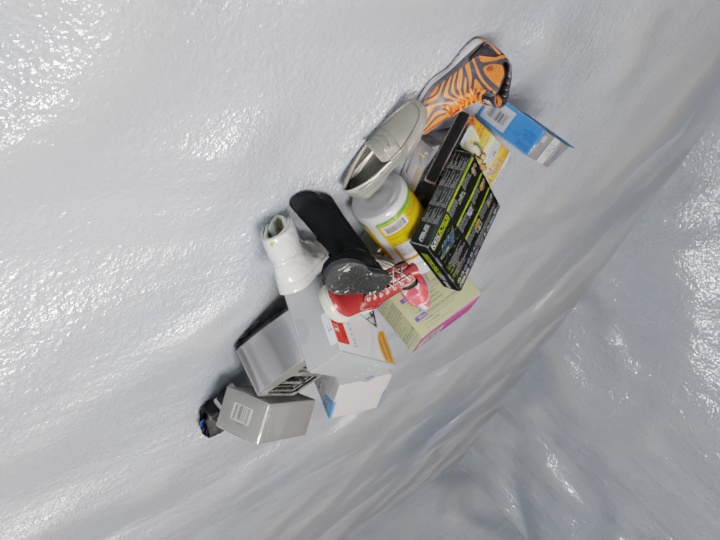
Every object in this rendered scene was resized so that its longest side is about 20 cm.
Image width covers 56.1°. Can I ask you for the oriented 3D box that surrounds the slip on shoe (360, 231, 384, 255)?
[{"bbox_3d":[-0.005,-0.009,1.365,0.200,0.074,0.061,-51,158,0],"label":"slip on shoe"}]

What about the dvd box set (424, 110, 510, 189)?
[{"bbox_3d":[0.213,-0.204,1.314,0.199,0.029,0.147,23,97,-54],"label":"dvd box set"}]

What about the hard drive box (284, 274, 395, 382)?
[{"bbox_3d":[-0.035,0.109,1.224,0.076,0.157,0.200,-31,154,21],"label":"hard drive box"}]

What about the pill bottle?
[{"bbox_3d":[0.077,-0.081,1.268,0.111,0.111,0.200,-44,134,-2],"label":"pill bottle"}]

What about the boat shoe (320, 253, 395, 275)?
[{"bbox_3d":[0.000,0.000,1.277,0.198,0.069,0.072,-2,109,-32],"label":"boat shoe"}]

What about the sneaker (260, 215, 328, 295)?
[{"bbox_3d":[-0.109,-0.046,1.150,0.073,0.117,0.200,-16,-166,13],"label":"sneaker"}]

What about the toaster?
[{"bbox_3d":[-0.125,0.150,1.317,0.180,0.119,0.200,-37,157,17],"label":"toaster"}]

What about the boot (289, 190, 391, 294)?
[{"bbox_3d":[-0.052,-0.055,1.083,0.066,0.201,0.164,-41,154,16],"label":"boot"}]

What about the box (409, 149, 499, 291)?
[{"bbox_3d":[0.183,-0.089,1.270,0.193,0.047,0.201,43,70,-51],"label":"box"}]

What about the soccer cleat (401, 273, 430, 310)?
[{"bbox_3d":[0.105,-0.011,1.395,0.066,0.201,0.077,-23,140,18],"label":"soccer cleat"}]

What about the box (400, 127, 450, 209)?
[{"bbox_3d":[0.144,-0.187,1.350,0.158,0.048,0.201,-21,144,-42],"label":"box"}]

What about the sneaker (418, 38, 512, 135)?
[{"bbox_3d":[0.182,-0.301,1.171,0.200,0.112,0.077,-50,153,9],"label":"sneaker"}]

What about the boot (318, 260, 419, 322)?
[{"bbox_3d":[0.023,0.026,1.156,0.143,0.073,0.200,-28,171,23],"label":"boot"}]

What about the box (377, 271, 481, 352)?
[{"bbox_3d":[0.123,0.039,1.456,0.175,0.200,0.097,-33,165,-24],"label":"box"}]

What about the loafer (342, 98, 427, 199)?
[{"bbox_3d":[0.040,-0.204,1.150,0.201,0.070,0.070,-55,161,19],"label":"loafer"}]

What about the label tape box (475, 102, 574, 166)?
[{"bbox_3d":[0.345,-0.283,1.399,0.199,0.144,0.064,3,127,-57],"label":"label tape box"}]

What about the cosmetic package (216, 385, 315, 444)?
[{"bbox_3d":[-0.185,0.285,1.359,0.200,0.106,0.091,25,82,-64],"label":"cosmetic package"}]

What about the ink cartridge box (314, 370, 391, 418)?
[{"bbox_3d":[-0.038,0.196,1.484,0.124,0.201,0.129,-9,140,-24],"label":"ink cartridge box"}]

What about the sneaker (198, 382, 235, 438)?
[{"bbox_3d":[-0.281,0.320,1.434,0.111,0.073,0.201,-35,144,-14],"label":"sneaker"}]
